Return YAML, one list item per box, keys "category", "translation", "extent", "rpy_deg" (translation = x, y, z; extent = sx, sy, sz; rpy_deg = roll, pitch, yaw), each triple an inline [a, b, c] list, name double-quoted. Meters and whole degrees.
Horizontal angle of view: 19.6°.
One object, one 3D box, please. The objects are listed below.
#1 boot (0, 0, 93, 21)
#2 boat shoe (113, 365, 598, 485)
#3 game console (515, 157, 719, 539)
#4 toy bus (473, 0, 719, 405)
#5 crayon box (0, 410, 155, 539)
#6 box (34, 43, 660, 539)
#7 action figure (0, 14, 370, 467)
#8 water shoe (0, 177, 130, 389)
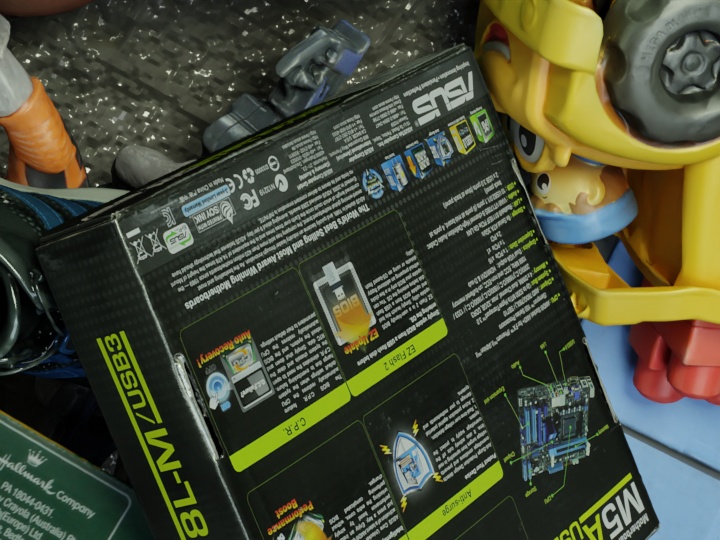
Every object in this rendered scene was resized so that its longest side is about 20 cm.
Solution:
- category: "boot"
  translation: [-0.086, -0.162, 0.654]
  extent: [0.198, 0.069, 0.189]
  rpy_deg: [-5, 125, 23]
- category: "boat shoe"
  translation: [0.010, 0.067, 0.781]
  extent: [0.200, 0.060, 0.072]
  rpy_deg: [-15, 100, -23]
- category: "game console"
  translation: [0.111, 0.070, 0.862]
  extent: [0.199, 0.031, 0.178]
  rpy_deg: [26, 91, -16]
- category: "toy bus"
  translation: [0.126, -0.034, 0.791]
  extent: [0.198, 0.136, 0.194]
  rpy_deg: [7, 115, -18]
- category: "crayon box"
  translation: [-0.125, 0.102, 0.752]
  extent: [0.125, 0.200, 0.052]
  rpy_deg: [29, 69, 5]
- category: "box"
  translation: [0.006, 0.043, 0.691]
  extent: [0.047, 0.200, 0.195]
  rpy_deg: [-13, 102, 40]
- category: "action figure"
  translation: [-0.095, -0.034, 0.756]
  extent: [0.201, 0.105, 0.193]
  rpy_deg: [-52, 140, 3]
- category: "water shoe"
  translation: [-0.107, 0.012, 0.664]
  extent: [0.199, 0.079, 0.072]
  rpy_deg: [18, 116, -26]
